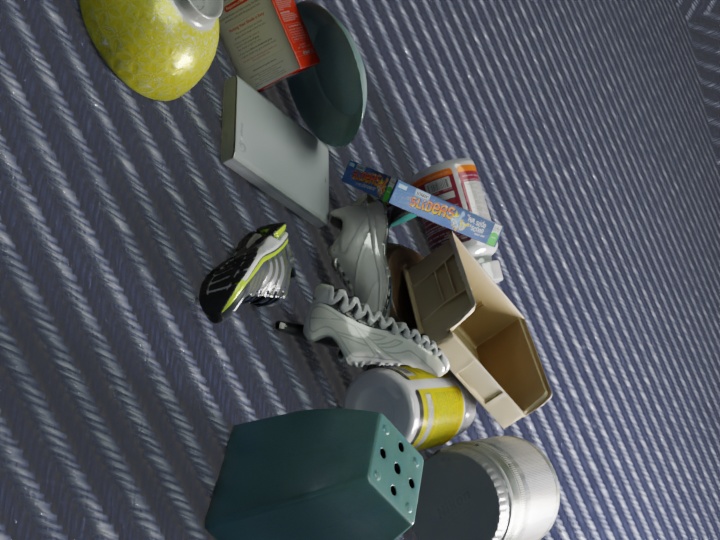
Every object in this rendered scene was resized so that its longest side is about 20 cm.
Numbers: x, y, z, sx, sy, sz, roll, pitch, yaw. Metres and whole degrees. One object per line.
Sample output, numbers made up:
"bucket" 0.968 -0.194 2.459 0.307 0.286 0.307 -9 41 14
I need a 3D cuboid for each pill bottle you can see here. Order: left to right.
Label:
"pill bottle" 0.072 0.186 1.597 0.199 0.113 0.116 4 69 -57
"pill bottle" 0.157 -0.069 1.892 0.109 0.109 0.202 -4 76 -59

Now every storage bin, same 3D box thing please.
"storage bin" 0.163 0.086 1.658 0.200 0.093 0.199 48 16 -30

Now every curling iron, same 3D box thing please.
"curling iron" -0.039 0.082 1.553 0.199 0.026 0.050 7 52 -46

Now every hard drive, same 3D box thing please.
"hard drive" -0.111 -0.157 1.592 0.199 0.026 0.133 34 45 -46

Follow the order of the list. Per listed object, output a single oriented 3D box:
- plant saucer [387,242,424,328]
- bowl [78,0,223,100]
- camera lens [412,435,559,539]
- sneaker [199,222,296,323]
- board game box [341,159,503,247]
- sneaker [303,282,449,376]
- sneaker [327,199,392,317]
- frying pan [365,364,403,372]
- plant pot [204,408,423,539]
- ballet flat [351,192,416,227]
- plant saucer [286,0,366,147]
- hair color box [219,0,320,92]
"plant saucer" 0.079 0.050 1.723 0.200 0.029 0.202 38 39 -40
"bowl" -0.229 -0.317 1.416 0.200 0.107 0.202 36 43 -43
"camera lens" 0.174 0.315 1.638 0.199 0.159 0.162 5 68 -57
"sneaker" -0.125 0.014 1.425 0.082 0.073 0.200 63 32 -17
"board game box" 0.087 -0.094 1.660 0.199 0.135 0.035 21 95 -35
"sneaker" 0.019 0.093 1.505 0.198 0.075 0.082 27 80 -5
"sneaker" 0.000 0.000 1.605 0.075 0.086 0.202 92 -5 -62
"frying pan" 0.048 0.115 1.679 0.115 0.031 0.191 46 39 -30
"plant pot" -0.039 0.239 1.299 0.141 0.198 0.142 49 35 -31
"ballet flat" 0.029 -0.087 1.739 0.200 0.073 0.074 -32 99 -57
"plant saucer" -0.040 -0.271 1.614 0.038 0.201 0.203 -22 92 -28
"hair color box" -0.143 -0.349 1.582 0.061 0.101 0.202 -33 101 -58
